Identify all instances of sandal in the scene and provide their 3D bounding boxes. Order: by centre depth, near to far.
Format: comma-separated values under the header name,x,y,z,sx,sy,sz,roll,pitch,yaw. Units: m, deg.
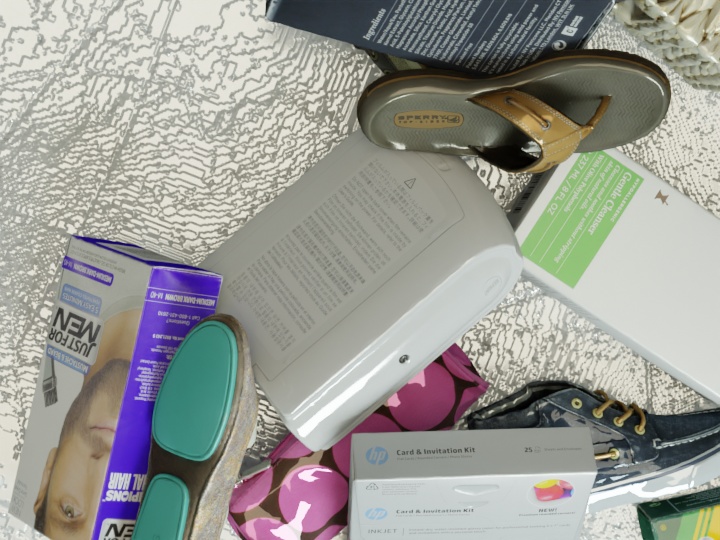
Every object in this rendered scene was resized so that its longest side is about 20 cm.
name,x,y,z,sx,sy,sz,roll,pitch,yaw
sandal,0.097,-0.095,1.035,0.200,0.055,0.082,-1,139,2

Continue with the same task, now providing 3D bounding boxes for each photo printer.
name,x,y,z,sx,sy,sz,roll,pitch,yaw
photo printer,0.000,0.000,1.085,0.200,0.069,0.166,-41,51,0

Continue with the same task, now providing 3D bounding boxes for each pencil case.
name,x,y,z,sx,sy,sz,roll,pitch,yaw
pencil case,-0.010,0.115,1.120,0.200,0.091,0.094,-44,116,-2

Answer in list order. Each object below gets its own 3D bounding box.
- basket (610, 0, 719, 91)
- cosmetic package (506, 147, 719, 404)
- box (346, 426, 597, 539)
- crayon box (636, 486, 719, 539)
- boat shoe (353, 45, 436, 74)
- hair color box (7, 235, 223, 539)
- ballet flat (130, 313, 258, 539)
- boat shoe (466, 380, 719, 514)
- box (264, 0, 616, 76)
name,x,y,z,sx,sy,sz,roll,pitch,yaw
basket,0.260,-0.224,1.089,0.123,0.136,0.200,44,92,-9
cosmetic package,0.200,-0.001,1.127,0.200,0.085,0.108,32,89,-4
box,0.068,0.181,1.095,0.156,0.041,0.200,-2,139,-3
crayon box,0.283,0.255,1.170,0.125,0.052,0.200,-13,96,-2
boat shoe,0.017,-0.175,1.110,0.073,0.065,0.200,-27,77,-34
hair color box,-0.167,0.086,1.096,0.065,0.109,0.200,8,96,-42
ballet flat,-0.103,0.123,1.055,0.068,0.067,0.200,23,99,31
boat shoe,0.177,0.113,1.140,0.200,0.071,0.091,-18,100,1
box,0.049,-0.218,1.040,0.200,0.104,0.148,13,54,-18
